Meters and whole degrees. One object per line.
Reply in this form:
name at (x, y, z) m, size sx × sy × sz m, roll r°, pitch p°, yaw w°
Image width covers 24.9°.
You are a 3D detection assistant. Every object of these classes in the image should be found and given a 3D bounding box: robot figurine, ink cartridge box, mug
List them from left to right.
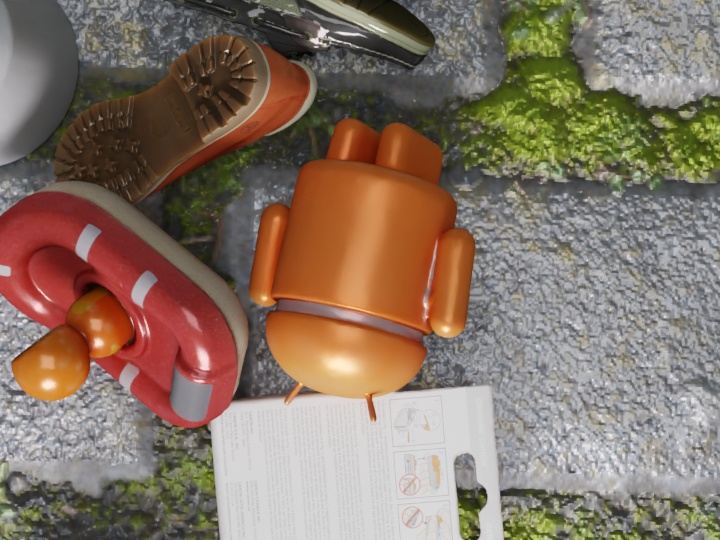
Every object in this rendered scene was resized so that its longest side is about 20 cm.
mug at (-0.297, -0.143, 1.108) m, size 0.186 × 0.153 × 0.150 m, roll -15°, pitch 90°, yaw 1°
ink cartridge box at (-0.002, 0.165, 1.158) m, size 0.199 × 0.050 × 0.162 m, roll -5°, pitch 89°, yaw -3°
robot figurine at (-0.001, 0.000, 1.118) m, size 0.143 × 0.117 × 0.201 m, roll 13°, pitch 83°, yaw -7°

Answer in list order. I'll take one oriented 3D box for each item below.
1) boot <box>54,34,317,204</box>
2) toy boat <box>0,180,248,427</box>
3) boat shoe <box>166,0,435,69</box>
boot at (-0.122, -0.096, 1.145) m, size 0.199 × 0.107 × 0.075 m, roll -25°, pitch 81°, yaw 28°
toy boat at (-0.180, 0.037, 1.093) m, size 0.200 × 0.131 × 0.131 m, roll 37°, pitch 52°, yaw 18°
boat shoe at (-0.048, -0.182, 1.151) m, size 0.200 × 0.072 × 0.066 m, roll 23°, pitch 112°, yaw -3°
